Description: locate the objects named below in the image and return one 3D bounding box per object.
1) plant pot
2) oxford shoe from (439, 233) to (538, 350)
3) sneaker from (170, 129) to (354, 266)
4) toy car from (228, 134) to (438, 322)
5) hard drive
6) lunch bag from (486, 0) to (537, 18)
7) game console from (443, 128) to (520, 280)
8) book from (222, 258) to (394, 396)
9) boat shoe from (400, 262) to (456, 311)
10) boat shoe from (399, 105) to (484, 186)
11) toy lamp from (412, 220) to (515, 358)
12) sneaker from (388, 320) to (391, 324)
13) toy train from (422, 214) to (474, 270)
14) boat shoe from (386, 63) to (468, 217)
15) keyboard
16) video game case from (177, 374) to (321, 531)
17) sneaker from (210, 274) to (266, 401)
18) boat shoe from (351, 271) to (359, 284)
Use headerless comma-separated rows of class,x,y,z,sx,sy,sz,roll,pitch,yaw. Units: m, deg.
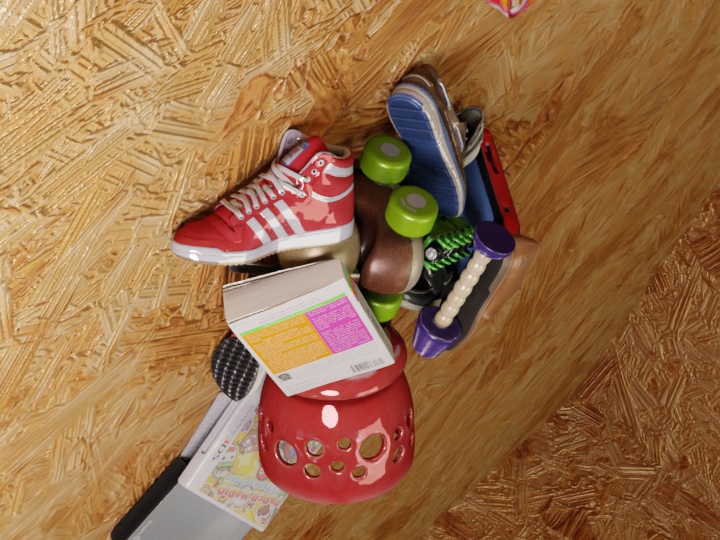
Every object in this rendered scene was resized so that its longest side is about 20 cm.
plant pot,-0.031,0.157,1.660,0.200,0.200,0.184,-31,131,-43
oxford shoe,0.154,0.031,1.616,0.071,0.072,0.200,-2,144,-31
sneaker,-0.091,-0.073,1.296,0.199,0.071,0.113,-13,123,-32
toy car,-0.042,-0.040,1.450,0.199,0.158,0.165,-4,137,-25
hard drive,-0.225,0.332,1.790,0.140,0.033,0.200,-48,143,4
lunch bag,0.166,-0.339,1.324,0.176,0.082,0.200,-45,163,-9
game console,0.142,-0.064,1.711,0.031,0.201,0.177,4,141,-20
book,-0.051,0.066,1.452,0.133,0.048,0.200,-17,147,8
boat shoe,0.070,0.011,1.664,0.200,0.071,0.068,-11,118,-67
boat shoe,0.079,-0.129,1.598,0.200,0.071,0.064,-47,165,-32
toy lamp,0.115,0.028,1.561,0.058,0.058,0.200,-30,158,-46
sneaker,0.007,0.035,1.792,0.200,0.081,0.071,-52,150,-83
toy train,0.098,-0.038,1.569,0.042,0.056,0.200,-53,169,16
boat shoe,0.090,-0.144,1.502,0.073,0.072,0.201,-57,148,-29
keyboard,-0.210,0.226,1.744,0.056,0.011,0.200,-18,145,-59
video game case,-0.132,0.238,1.771,0.182,0.023,0.200,-55,143,-8
sneaker,-0.105,0.072,1.562,0.093,0.070,0.200,-22,147,-43
boat shoe,0.000,0.000,1.666,0.072,0.076,0.200,-53,161,21
